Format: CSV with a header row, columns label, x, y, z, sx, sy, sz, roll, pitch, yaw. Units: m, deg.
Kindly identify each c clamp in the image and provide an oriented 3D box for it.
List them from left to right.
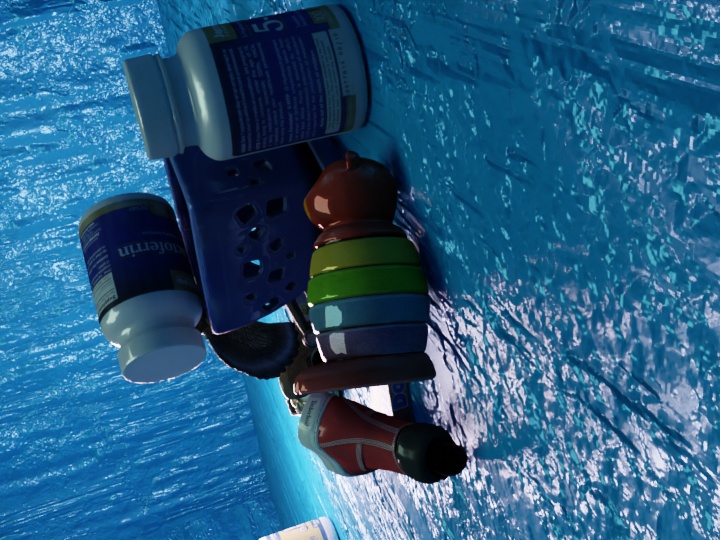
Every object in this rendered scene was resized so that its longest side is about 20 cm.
label,x,y,z,sx,sy,sz,roll,pitch,yaw
c clamp,-0.065,0.061,1.058,0.171,0.027,0.200,60,162,-1

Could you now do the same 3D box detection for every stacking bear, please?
label,x,y,z,sx,sy,sz,roll,pitch,yaw
stacking bear,0.000,0.000,0.688,0.121,0.114,0.200,22,-119,-74

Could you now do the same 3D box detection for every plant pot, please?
label,x,y,z,sx,sy,sz,roll,pitch,yaw
plant pot,-0.115,-0.077,0.897,0.200,0.180,0.200,88,161,-45

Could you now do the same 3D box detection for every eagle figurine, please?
label,x,y,z,sx,sy,sz,roll,pitch,yaw
eagle figurine,-0.174,0.058,1.056,0.200,0.151,0.152,71,-158,-61

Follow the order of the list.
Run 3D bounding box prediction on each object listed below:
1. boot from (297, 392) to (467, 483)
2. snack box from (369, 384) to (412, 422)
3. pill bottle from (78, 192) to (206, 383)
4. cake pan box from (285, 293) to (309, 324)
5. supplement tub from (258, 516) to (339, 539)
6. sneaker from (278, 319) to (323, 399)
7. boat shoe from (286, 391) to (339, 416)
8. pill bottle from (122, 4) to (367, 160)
label,x,y,z,sx,sy,sz,roll,pitch,yaw
boot,0.038,0.176,0.764,0.200,0.144,0.072,53,-128,-65
snack box,0.024,0.093,0.857,0.072,0.024,0.200,-141,38,-63
pill bottle,-0.249,0.020,0.912,0.116,0.116,0.200,103,148,-62
cake pan box,-0.115,-0.050,1.192,0.184,0.052,0.200,-122,22,-43
supplement tub,-0.142,0.628,1.697,0.145,0.200,0.145,165,90,-76
sneaker,-0.071,0.126,1.196,0.200,0.075,0.070,-86,-22,-62
boat shoe,-0.078,0.204,1.278,0.200,0.068,0.075,109,143,-66
pill bottle,-0.105,-0.166,0.722,0.120,0.200,0.120,165,90,-75
